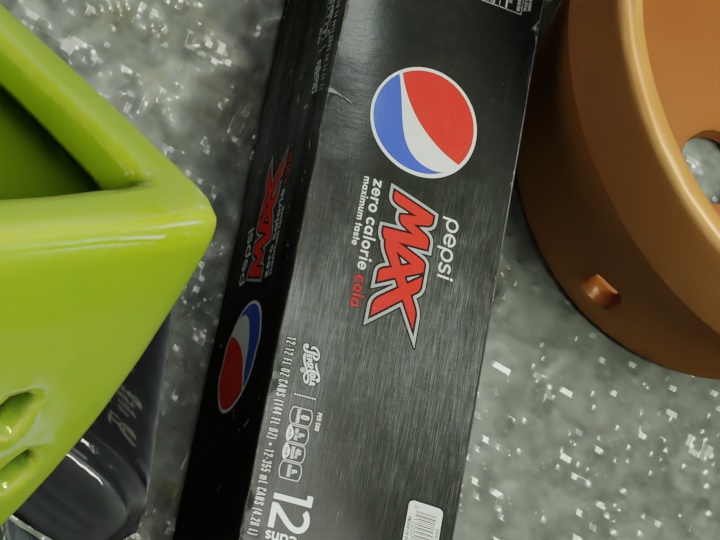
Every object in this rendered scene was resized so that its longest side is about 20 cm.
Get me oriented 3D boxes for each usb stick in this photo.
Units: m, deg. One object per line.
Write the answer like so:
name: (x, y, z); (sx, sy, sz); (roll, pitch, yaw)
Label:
usb stick: (-0.074, 0.013, 0.748); (0.055, 0.200, 0.033); (40, 106, -15)

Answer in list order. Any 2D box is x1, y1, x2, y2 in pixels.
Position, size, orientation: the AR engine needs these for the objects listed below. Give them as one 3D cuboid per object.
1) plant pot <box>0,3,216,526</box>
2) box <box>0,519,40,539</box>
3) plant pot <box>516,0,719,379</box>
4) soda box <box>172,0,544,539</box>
plant pot: (-0.186, 0.010, 0.590); (0.200, 0.182, 0.199); (42, 28, 28)
box: (-0.061, 0.174, 0.694); (0.051, 0.158, 0.200); (-18, 69, 9)
plant pot: (0.137, -0.049, 0.867); (0.200, 0.140, 0.200); (6, 74, -21)
soda box: (0.000, 0.000, 0.832); (0.063, 0.071, 0.200); (18, 69, -16)
